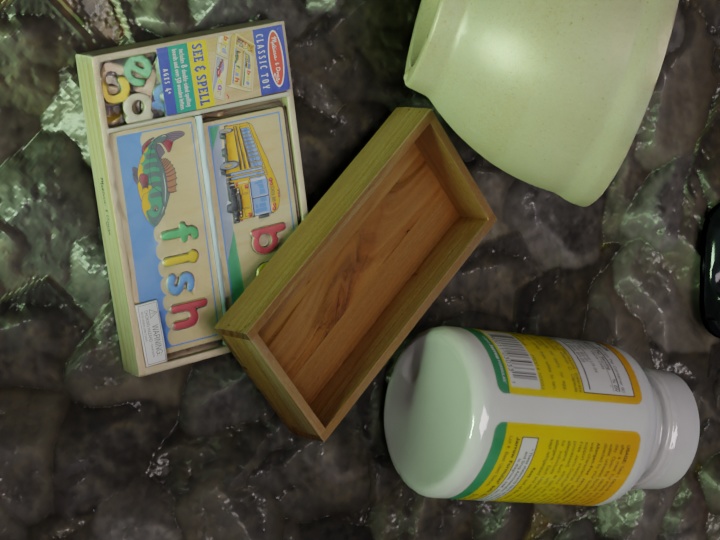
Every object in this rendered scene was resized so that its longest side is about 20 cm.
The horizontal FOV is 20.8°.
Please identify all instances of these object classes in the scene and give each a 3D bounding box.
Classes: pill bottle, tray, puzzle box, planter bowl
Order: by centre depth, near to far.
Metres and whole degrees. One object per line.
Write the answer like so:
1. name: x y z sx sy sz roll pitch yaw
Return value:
1. puzzle box: -0.096 -0.046 1.206 0.133 0.025 0.200 -16 106 -29
2. planter bowl: 0.106 -0.154 1.231 0.135 0.200 0.200 16 90 -5
3. tray: 0.000 0.000 1.244 0.200 0.037 0.099 -51 126 -25
4. pill bottle: 0.126 0.100 1.317 0.200 0.113 0.113 6 95 -32

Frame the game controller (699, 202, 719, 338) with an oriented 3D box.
1. game controller: 0.335 -0.001 1.479 0.200 0.042 0.104 0 84 -32
